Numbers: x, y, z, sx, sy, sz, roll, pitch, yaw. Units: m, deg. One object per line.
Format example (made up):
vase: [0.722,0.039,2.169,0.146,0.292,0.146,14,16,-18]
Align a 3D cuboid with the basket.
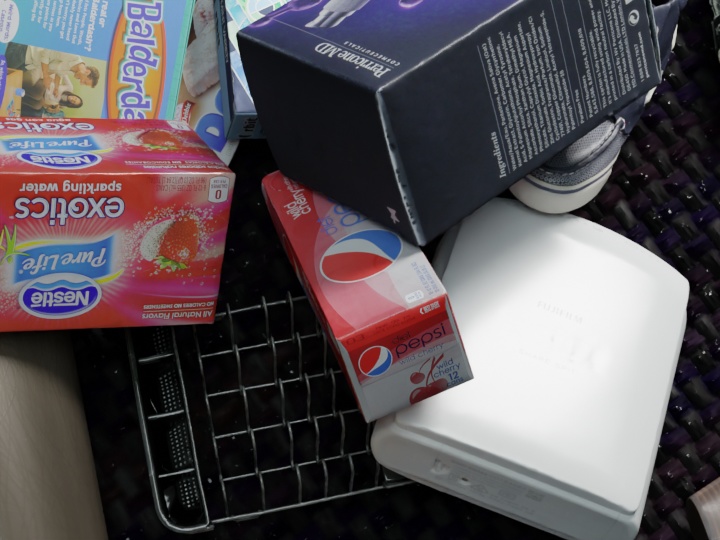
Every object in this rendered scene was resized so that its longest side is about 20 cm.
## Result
basket: [-0.218,0.150,0.959,0.179,0.136,0.202,-16,76,-31]

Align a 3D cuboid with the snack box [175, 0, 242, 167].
snack box: [-0.087,-0.164,1.125,0.071,0.024,0.201,22,69,-3]

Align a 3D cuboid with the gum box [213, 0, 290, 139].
gum box: [0.002,-0.174,1.110,0.198,0.045,0.172,-2,71,-15]

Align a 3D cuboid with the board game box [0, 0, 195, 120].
board game box: [-0.208,-0.126,1.011,0.198,0.045,0.154,12,88,-29]

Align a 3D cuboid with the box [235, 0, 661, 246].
box: [0.053,-0.125,0.969,0.199,0.105,0.148,-34,37,-23]

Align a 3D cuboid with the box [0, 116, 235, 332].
box: [-0.183,-0.028,0.957,0.198,0.101,0.095,-1,25,-26]

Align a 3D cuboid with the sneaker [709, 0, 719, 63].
sneaker: [0.272,-0.161,1.120,0.088,0.074,0.201,-31,74,-15]

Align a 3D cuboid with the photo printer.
photo printer: [0.112,0.052,1.014,0.165,0.070,0.201,21,56,1]

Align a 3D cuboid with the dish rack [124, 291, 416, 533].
dish rack: [-0.039,0.077,1.033,0.198,0.055,0.155,-11,72,-7]

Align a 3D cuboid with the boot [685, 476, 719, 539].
boot: [0.289,0.193,1.000,0.145,0.070,0.202,-12,72,-9]

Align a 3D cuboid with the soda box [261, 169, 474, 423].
soda box: [0.000,0.000,0.969,0.069,0.064,0.200,-23,33,-4]

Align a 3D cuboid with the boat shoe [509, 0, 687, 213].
boat shoe: [0.153,-0.128,1.058,0.074,0.093,0.201,24,47,9]
